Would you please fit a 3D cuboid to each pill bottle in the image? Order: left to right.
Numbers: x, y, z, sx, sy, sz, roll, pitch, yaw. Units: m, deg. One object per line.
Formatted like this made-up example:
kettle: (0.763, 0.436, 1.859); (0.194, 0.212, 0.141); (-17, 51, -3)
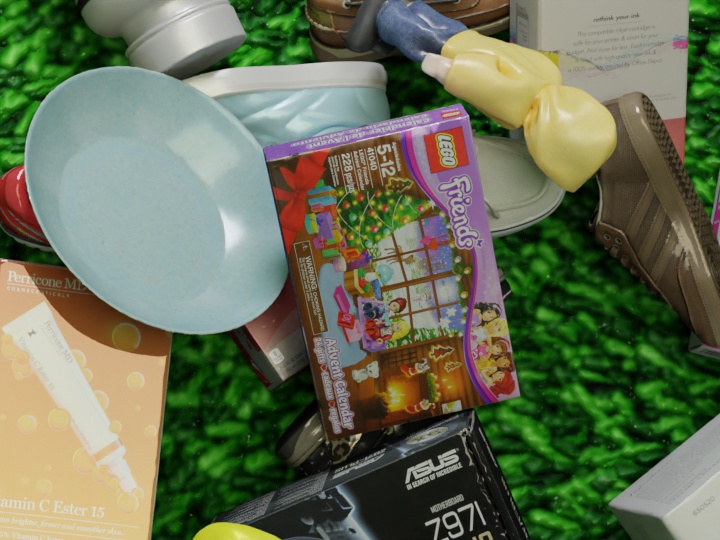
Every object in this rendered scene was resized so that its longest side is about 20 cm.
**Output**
pill bottle: (-0.159, -0.232, 1.579); (0.111, 0.111, 0.201); (-26, 88, -15)

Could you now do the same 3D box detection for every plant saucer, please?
plant saucer: (-0.138, -0.040, 1.501); (0.200, 0.039, 0.202); (19, 52, -25)

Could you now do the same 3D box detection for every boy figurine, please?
boy figurine: (0.091, -0.127, 1.543); (0.199, 0.124, 0.065); (36, 108, 18)

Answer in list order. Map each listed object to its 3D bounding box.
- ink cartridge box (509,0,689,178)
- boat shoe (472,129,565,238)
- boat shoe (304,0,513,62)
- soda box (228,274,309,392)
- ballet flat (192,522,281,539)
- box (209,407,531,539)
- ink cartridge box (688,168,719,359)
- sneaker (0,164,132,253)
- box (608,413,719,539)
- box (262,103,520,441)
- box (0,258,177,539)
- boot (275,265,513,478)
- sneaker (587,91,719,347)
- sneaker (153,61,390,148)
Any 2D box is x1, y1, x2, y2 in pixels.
ink cartridge box: (0.169, -0.172, 1.621); (0.115, 0.068, 0.202); (-7, 112, -14)
boat shoe: (0.050, -0.068, 1.548); (0.200, 0.086, 0.075); (5, 79, -11)
boat shoe: (0.056, -0.207, 1.632); (0.199, 0.068, 0.072); (-22, 46, -16)
soda box: (0.000, 0.000, 1.602); (0.199, 0.063, 0.070); (-34, 88, -16)
ballet flat: (-0.030, 0.236, 1.447); (0.200, 0.067, 0.067); (41, 103, 0)
box: (0.017, 0.208, 1.518); (0.199, 0.086, 0.165); (-23, 95, 7)
ink cartridge box: (0.308, -0.026, 1.690); (0.094, 0.037, 0.202); (14, 77, -10)
sneaker: (-0.155, -0.034, 1.563); (0.198, 0.085, 0.078); (6, 81, -11)
box: (0.319, 0.185, 1.593); (0.200, 0.131, 0.200); (-38, 96, -10)
box: (0.022, 0.002, 1.504); (0.136, 0.039, 0.202); (-13, 109, -3)
box: (-0.198, 0.104, 1.525); (0.123, 0.097, 0.202); (7, 79, -12)
boot: (0.060, 0.111, 1.593); (0.203, 0.073, 0.154); (-41, 93, -6)
sneaker: (0.205, -0.030, 1.617); (0.075, 0.071, 0.201); (-19, 107, 21)
sneaker: (-0.070, -0.097, 1.598); (0.198, 0.074, 0.083); (-8, 80, -13)
